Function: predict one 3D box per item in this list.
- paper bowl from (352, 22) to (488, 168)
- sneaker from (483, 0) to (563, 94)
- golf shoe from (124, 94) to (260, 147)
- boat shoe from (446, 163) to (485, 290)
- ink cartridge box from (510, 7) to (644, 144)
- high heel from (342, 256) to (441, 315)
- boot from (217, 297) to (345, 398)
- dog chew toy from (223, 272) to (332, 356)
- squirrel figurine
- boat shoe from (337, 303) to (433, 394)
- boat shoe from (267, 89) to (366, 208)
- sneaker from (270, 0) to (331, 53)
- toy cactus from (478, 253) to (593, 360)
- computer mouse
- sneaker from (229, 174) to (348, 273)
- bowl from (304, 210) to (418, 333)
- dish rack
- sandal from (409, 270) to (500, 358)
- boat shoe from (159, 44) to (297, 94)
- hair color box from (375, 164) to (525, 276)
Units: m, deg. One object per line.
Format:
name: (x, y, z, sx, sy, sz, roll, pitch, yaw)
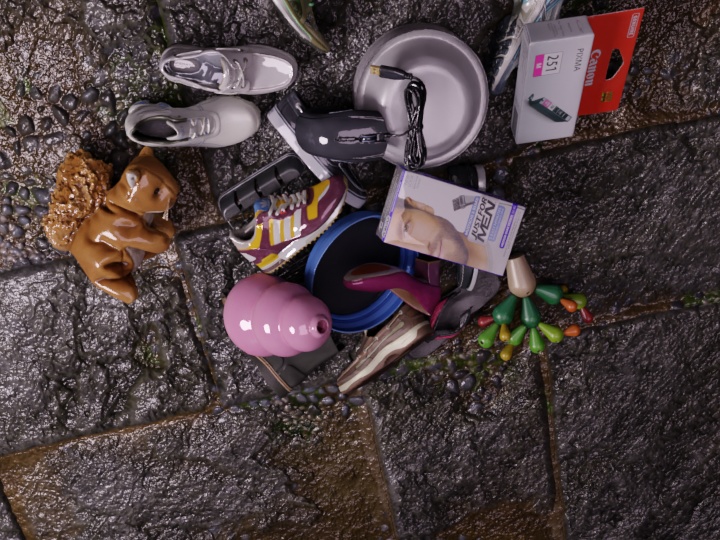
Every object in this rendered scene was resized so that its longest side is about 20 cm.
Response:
paper bowl: (0.088, -0.247, 1.241, 0.196, 0.105, 0.204, -2, 114, -3)
sneaker: (0.247, -0.339, 1.230, 0.085, 0.078, 0.202, 20, 112, -17)
golf shoe: (-0.240, -0.203, 1.234, 0.196, 0.098, 0.080, -6, 114, -4)
boat shoe: (0.157, -0.067, 1.350, 0.059, 0.076, 0.204, 0, 103, -6)
ink cartridge box: (0.311, -0.275, 1.233, 0.170, 0.044, 0.201, -8, 146, -1)
high heel: (0.052, 0.037, 1.321, 0.197, 0.067, 0.098, -7, 108, -36)
boot: (-0.130, 0.094, 1.403, 0.137, 0.078, 0.201, -34, 120, 0)
dog chew toy: (-0.116, 0.070, 1.264, 0.123, 0.198, 0.127, -4, 96, -40)
squirrel figurine: (-0.358, -0.094, 1.241, 0.198, 0.142, 0.188, 28, 121, -6)
boat shoe: (0.030, 0.127, 1.436, 0.201, 0.074, 0.076, -39, 75, 21)
boat shoe: (-0.049, -0.182, 1.280, 0.068, 0.072, 0.200, -39, 105, 14)
sneaker: (-0.087, -0.394, 1.178, 0.088, 0.077, 0.201, -36, 115, 2)
toy cactus: (0.277, 0.053, 1.412, 0.196, 0.102, 0.168, -18, 102, 3)
computer mouse: (-0.003, -0.212, 1.181, 0.196, 0.046, 0.143, 11, 114, 14)
sneaker: (-0.105, -0.081, 1.247, 0.090, 0.075, 0.199, 38, 114, -24)
bowl: (0.000, 0.000, 1.339, 0.198, 0.039, 0.204, -18, 125, -27)
dish rack: (-0.113, -0.062, 1.336, 0.152, 0.055, 0.201, -29, 116, 9)
sandal: (0.149, 0.073, 1.425, 0.200, 0.045, 0.075, -42, 112, 13)
boat shoe: (-0.187, -0.281, 1.217, 0.196, 0.070, 0.072, -1, 113, -6)
hair color box: (0.133, -0.074, 1.272, 0.196, 0.065, 0.111, 15, 101, -14)
